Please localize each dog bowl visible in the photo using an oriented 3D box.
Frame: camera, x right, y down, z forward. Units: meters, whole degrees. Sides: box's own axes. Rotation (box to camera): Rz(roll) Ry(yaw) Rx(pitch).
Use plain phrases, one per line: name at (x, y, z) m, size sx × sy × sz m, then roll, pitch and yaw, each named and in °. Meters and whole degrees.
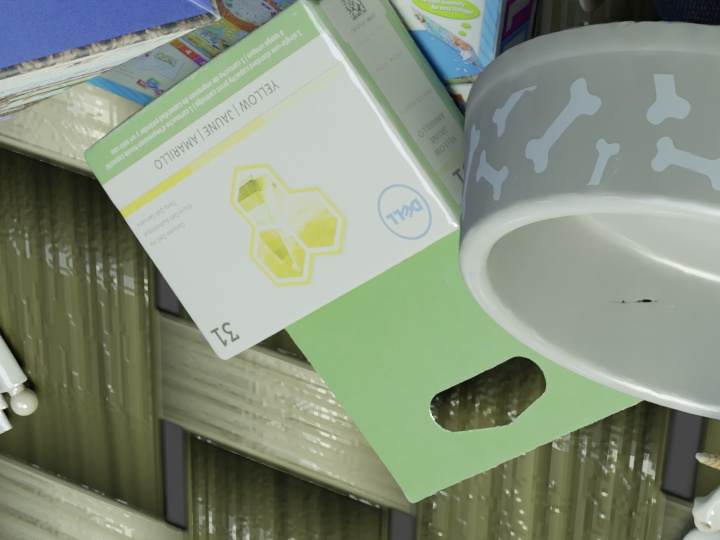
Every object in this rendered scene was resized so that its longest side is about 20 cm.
dog bowl at (0.123, -0.006, 0.726) m, size 0.199 × 0.059 × 0.200 m, roll 14°, pitch 158°, yaw 6°

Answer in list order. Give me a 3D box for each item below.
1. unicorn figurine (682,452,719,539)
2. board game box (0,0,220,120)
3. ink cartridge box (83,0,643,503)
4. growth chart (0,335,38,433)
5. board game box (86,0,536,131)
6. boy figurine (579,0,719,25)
unicorn figurine at (0.171, 0.134, 0.853) m, size 0.200 × 0.074 × 0.137 m, roll 36°, pitch 134°, yaw -11°
board game box at (-0.178, -0.103, 0.831) m, size 0.200 × 0.159 × 0.097 m, roll -13°, pitch 96°, yaw 57°
ink cartridge box at (0.000, 0.000, 0.849) m, size 0.145 × 0.048 × 0.200 m, roll -29°, pitch 97°, yaw 42°
growth chart at (-0.246, 0.050, 1.115) m, size 0.145 × 0.018 × 0.200 m, roll 52°, pitch 132°, yaw -3°
board game box at (-0.029, -0.110, 0.853) m, size 0.200 × 0.034 × 0.135 m, roll 23°, pitch 128°, yaw 22°
boy figurine at (0.109, -0.134, 0.726) m, size 0.124 × 0.064 × 0.200 m, roll -21°, pitch 108°, yaw 44°
